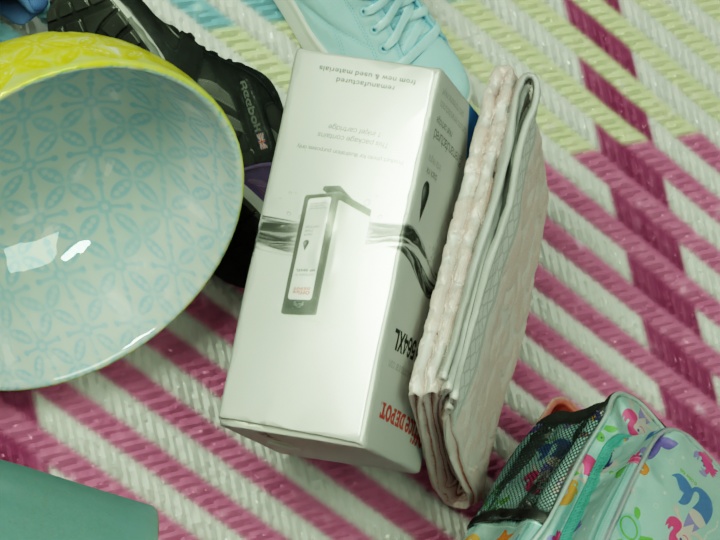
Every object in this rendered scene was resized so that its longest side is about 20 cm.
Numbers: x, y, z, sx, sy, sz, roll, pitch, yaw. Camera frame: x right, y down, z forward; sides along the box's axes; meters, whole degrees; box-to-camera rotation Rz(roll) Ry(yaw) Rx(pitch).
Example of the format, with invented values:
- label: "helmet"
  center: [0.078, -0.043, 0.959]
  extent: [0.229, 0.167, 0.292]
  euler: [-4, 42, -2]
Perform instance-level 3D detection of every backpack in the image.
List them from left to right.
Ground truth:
- label: "backpack"
  center: [0.138, 0.188, 1.368]
  extent: [0.178, 0.151, 0.200]
  euler: [45, 66, -16]

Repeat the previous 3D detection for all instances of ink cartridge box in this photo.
- label: "ink cartridge box"
  center: [0.000, 0.000, 1.340]
  extent: [0.084, 0.146, 0.200]
  euler: [9, 83, 15]

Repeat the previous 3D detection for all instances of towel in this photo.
- label: "towel"
  center: [0.070, 0.012, 1.394]
  extent: [0.032, 0.191, 0.200]
  euler: [12, 70, 11]

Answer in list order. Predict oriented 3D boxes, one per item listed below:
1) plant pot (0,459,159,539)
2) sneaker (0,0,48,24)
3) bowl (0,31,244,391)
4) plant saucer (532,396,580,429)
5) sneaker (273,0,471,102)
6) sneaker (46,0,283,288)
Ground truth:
- label: "plant pot"
  center: [-0.209, 0.172, 1.182]
  extent: [0.161, 0.201, 0.201]
  euler: [25, 68, -12]
- label: "sneaker"
  center: [-0.243, -0.140, 1.297]
  extent: [0.200, 0.077, 0.085]
  euler: [-21, 94, -31]
- label: "bowl"
  center: [-0.170, -0.049, 1.285]
  extent: [0.200, 0.200, 0.108]
  euler: [-7, 40, -31]
- label: "plant saucer"
  center: [0.127, 0.210, 1.456]
  extent: [0.200, 0.037, 0.200]
  euler: [42, 61, -16]
- label: "sneaker"
  center: [0.000, -0.162, 1.437]
  extent: [0.200, 0.082, 0.074]
  euler: [45, 62, -15]
- label: "sneaker"
  center: [-0.093, -0.091, 1.382]
  extent: [0.200, 0.076, 0.088]
  euler: [56, 44, -19]
